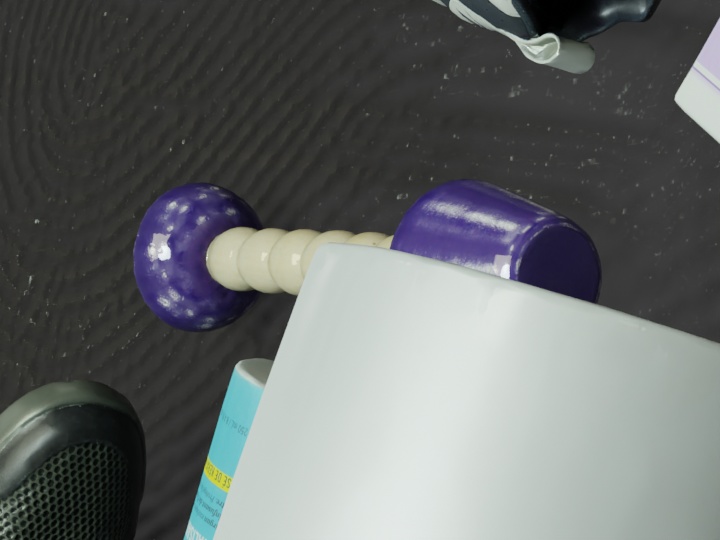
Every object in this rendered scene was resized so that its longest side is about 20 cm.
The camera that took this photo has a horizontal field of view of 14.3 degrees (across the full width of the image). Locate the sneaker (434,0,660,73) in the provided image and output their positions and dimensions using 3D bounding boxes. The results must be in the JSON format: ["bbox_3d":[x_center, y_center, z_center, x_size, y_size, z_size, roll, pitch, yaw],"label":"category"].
[{"bbox_3d":[0.080,-0.147,0.830,0.199,0.079,0.130,-58,38,20],"label":"sneaker"}]

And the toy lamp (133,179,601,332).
[{"bbox_3d":[0.000,0.000,0.896,0.200,0.058,0.058,0,76,56],"label":"toy lamp"}]

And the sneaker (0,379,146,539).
[{"bbox_3d":[-0.113,0.139,0.977,0.200,0.076,0.114,-62,37,20],"label":"sneaker"}]

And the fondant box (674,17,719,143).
[{"bbox_3d":[0.174,-0.050,0.674,0.145,0.058,0.200,-62,35,16],"label":"fondant box"}]

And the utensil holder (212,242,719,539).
[{"bbox_3d":[0.033,0.111,0.703,0.170,0.170,0.201,13,84,55],"label":"utensil holder"}]

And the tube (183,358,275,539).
[{"bbox_3d":[-0.044,0.130,0.915,0.077,0.050,0.201,34,108,62],"label":"tube"}]
